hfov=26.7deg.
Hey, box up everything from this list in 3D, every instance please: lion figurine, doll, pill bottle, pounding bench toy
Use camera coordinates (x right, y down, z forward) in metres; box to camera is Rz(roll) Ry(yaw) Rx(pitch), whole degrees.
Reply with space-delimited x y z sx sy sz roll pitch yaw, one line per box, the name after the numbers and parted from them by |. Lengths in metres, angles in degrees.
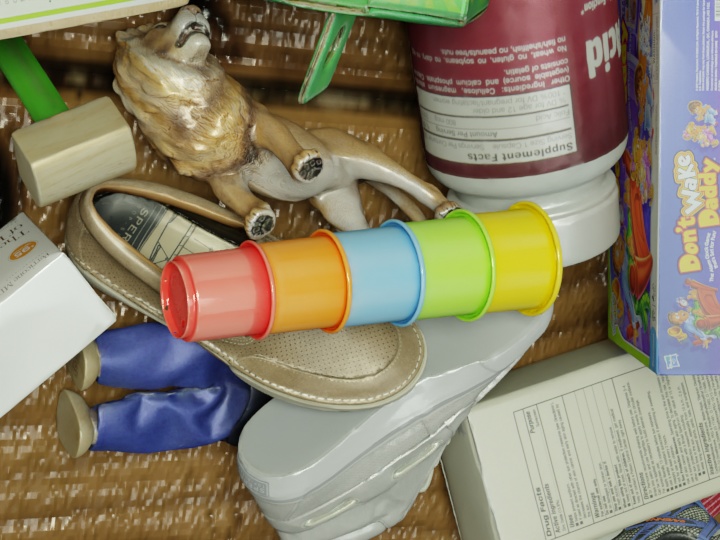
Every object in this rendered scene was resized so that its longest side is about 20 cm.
-0.038 -0.059 0.795 0.073 0.122 0.200 -52 139 8 | lion figurine
-0.063 0.056 0.839 0.199 0.048 0.137 -1 112 -28 | doll
0.085 -0.109 0.823 0.113 0.114 0.201 -19 115 -21 | pill bottle
-0.161 -0.142 0.656 0.123 0.156 0.201 -16 114 -23 | pounding bench toy

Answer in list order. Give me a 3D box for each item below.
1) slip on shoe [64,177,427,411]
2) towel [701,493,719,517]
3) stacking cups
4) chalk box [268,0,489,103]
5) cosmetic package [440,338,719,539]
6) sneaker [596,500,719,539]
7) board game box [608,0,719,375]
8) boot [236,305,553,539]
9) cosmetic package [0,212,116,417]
-0.056 0.009 0.770 0.199 0.061 0.076 29 68 -2 | slip on shoe
0.171 0.148 1.012 0.199 0.023 0.145 -33 120 -14 | towel
0.000 0.000 0.743 0.199 0.060 0.061 -4 109 -26 | stacking cups
0.003 -0.175 0.681 0.123 0.124 0.202 9 106 6 | chalk box
0.150 0.100 0.932 0.199 0.071 0.106 -15 94 -18 | cosmetic package
0.149 0.196 0.958 0.199 0.078 0.076 -28 118 -18 | sneaker
0.170 -0.053 0.834 0.044 0.134 0.202 -1 95 -2 | board game box
0.026 0.079 0.846 0.199 0.074 0.096 -31 139 -11 | boot
-0.220 0.059 0.739 0.200 0.082 0.051 -41 121 -11 | cosmetic package
